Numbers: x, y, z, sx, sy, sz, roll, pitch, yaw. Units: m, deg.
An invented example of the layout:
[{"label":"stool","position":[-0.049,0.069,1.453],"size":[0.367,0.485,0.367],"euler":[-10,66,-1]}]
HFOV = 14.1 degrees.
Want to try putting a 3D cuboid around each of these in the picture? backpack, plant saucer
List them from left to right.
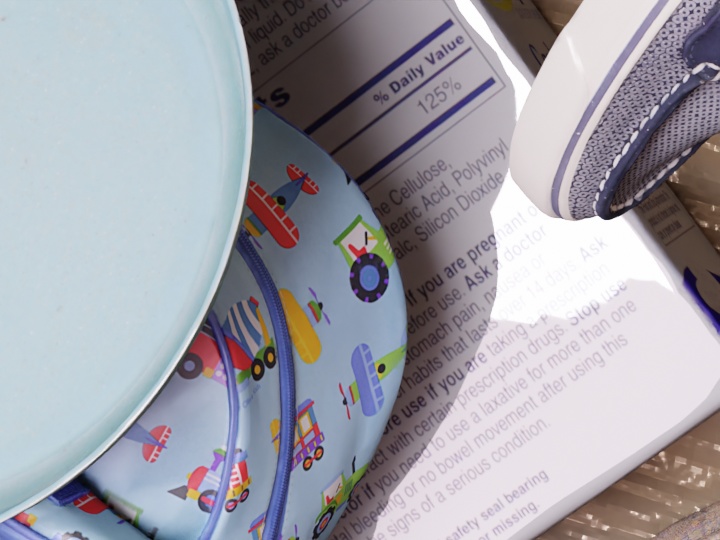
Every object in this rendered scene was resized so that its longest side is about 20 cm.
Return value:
[{"label":"plant saucer","position":[-0.114,-0.023,0.753],"size":[0.200,0.027,0.200],"euler":[-7,72,21]},{"label":"backpack","position":[-0.090,0.039,0.819],"size":[0.183,0.135,0.200],"euler":[35,117,15]}]

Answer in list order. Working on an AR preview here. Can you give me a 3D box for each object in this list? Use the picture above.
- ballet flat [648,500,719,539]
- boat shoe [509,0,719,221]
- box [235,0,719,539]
[{"label":"ballet flat","position":[0.137,0.098,0.921],"size":[0.200,0.067,0.068],"euler":[-36,86,26]},{"label":"boat shoe","position":[0.117,-0.061,0.704],"size":[0.093,0.075,0.200],"euler":[46,131,15]},{"label":"box","position":[0.000,0.000,0.921],"size":[0.184,0.105,0.200],"euler":[-36,87,15]}]
